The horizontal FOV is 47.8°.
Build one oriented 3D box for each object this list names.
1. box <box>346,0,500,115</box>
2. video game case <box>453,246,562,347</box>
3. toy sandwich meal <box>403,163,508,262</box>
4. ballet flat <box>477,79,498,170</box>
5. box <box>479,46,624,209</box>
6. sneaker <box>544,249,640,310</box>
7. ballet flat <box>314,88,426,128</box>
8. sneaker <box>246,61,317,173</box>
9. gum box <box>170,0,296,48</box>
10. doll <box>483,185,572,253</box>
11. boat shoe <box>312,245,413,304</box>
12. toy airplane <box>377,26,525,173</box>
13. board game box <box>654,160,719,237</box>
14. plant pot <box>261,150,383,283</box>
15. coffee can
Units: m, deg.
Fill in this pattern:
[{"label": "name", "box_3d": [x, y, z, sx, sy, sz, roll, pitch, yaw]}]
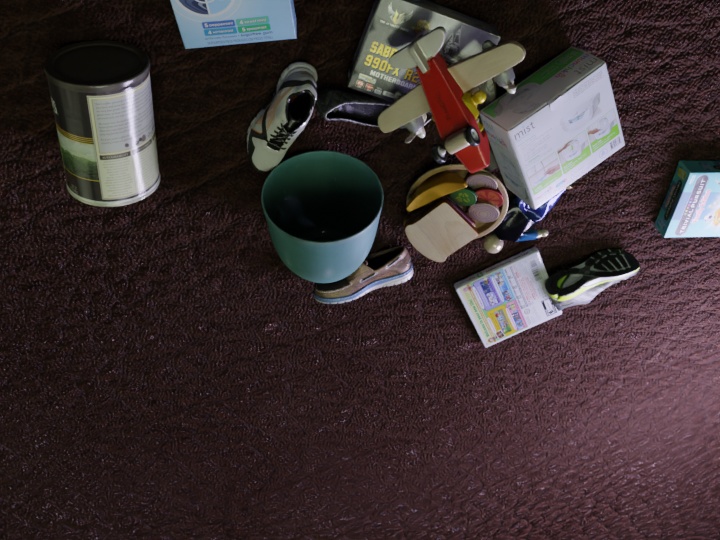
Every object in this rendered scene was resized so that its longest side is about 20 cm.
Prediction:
[{"label": "box", "box_3d": [0.096, -0.335, 1.271, 0.198, 0.049, 0.159, 16, 125, -14]}, {"label": "video game case", "box_3d": [0.307, 0.059, 1.676, 0.181, 0.022, 0.201, -25, 131, 8]}, {"label": "toy sandwich meal", "box_3d": [0.167, -0.103, 1.456, 0.203, 0.071, 0.206, 3, 137, 3]}, {"label": "ballet flat", "box_3d": [0.207, -0.264, 1.380, 0.067, 0.047, 0.201, -5, 127, 20]}, {"label": "box", "box_3d": [0.323, -0.236, 1.355, 0.199, 0.097, 0.177, -36, 129, -4]}, {"label": "sneaker", "box_3d": [0.472, 0.021, 1.654, 0.198, 0.074, 0.081, -19, 143, 1]}, {"label": "ballet flat", "box_3d": [0.018, -0.253, 1.324, 0.198, 0.057, 0.067, 3, 142, -23]}, {"label": "sneaker", "box_3d": [-0.128, -0.234, 1.303, 0.073, 0.080, 0.201, 14, 126, -24]}, {"label": "gum box", "box_3d": [-0.184, -0.406, 1.126, 0.168, 0.045, 0.201, -5, 145, 1]}, {"label": "doll", "box_3d": [0.307, -0.103, 1.525, 0.136, 0.049, 0.200, 29, 117, -30]}, {"label": "boat shoe", "box_3d": [0.000, 0.000, 1.536, 0.198, 0.072, 0.073, -19, 127, -10]}, {"label": "toy airplane", "box_3d": [0.133, -0.270, 1.224, 0.199, 0.141, 0.201, 26, 117, 22]}, {"label": "board game box", "box_3d": [0.696, -0.138, 1.583, 0.198, 0.047, 0.152, -2, 129, -11]}, {"label": "plant pot", "box_3d": [-0.064, -0.075, 1.379, 0.198, 0.202, 0.162, -6, 144, -7]}, {"label": "coffee can", "box_3d": [-0.380, -0.219, 1.214, 0.145, 0.147, 0.201, -3, 130, -10]}]
